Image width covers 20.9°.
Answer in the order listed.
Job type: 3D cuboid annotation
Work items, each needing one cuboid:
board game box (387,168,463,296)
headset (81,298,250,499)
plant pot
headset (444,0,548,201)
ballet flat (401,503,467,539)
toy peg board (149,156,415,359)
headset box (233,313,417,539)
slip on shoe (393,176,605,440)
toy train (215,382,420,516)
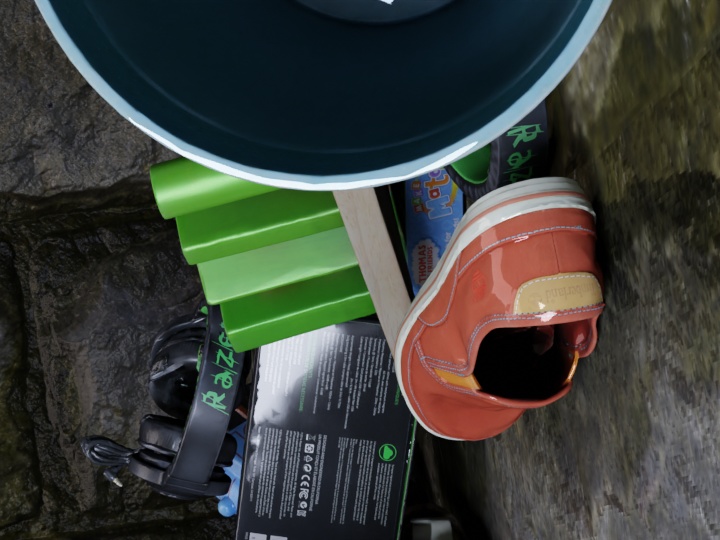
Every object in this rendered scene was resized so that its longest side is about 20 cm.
[{"bbox_3d":[0.021,-0.101,1.086,0.200,0.036,0.152,-105,10,-52],"label":"board game box"},{"bbox_3d":[-0.123,0.090,1.264,0.200,0.093,0.124,121,160,-60],"label":"headset"},{"bbox_3d":[-0.003,-0.141,0.688,0.188,0.199,0.201,-60,-36,-77],"label":"plant pot"},{"bbox_3d":[0.040,-0.127,0.863,0.124,0.094,0.201,96,150,-64],"label":"headset"},{"bbox_3d":[0.044,0.176,1.083,0.200,0.068,0.068,-134,46,-76],"label":"ballet flat"},{"bbox_3d":[-0.046,-0.072,0.958,0.200,0.097,0.200,71,-175,-60],"label":"toy peg board"},{"bbox_3d":[-0.020,0.087,1.148,0.200,0.092,0.175,-94,12,-78],"label":"headset box"},{"bbox_3d":[0.058,0.033,0.808,0.200,0.074,0.061,108,151,-63],"label":"slip on shoe"},{"bbox_3d":[-0.043,0.144,1.345,0.200,0.114,0.087,33,142,40],"label":"toy train"}]
